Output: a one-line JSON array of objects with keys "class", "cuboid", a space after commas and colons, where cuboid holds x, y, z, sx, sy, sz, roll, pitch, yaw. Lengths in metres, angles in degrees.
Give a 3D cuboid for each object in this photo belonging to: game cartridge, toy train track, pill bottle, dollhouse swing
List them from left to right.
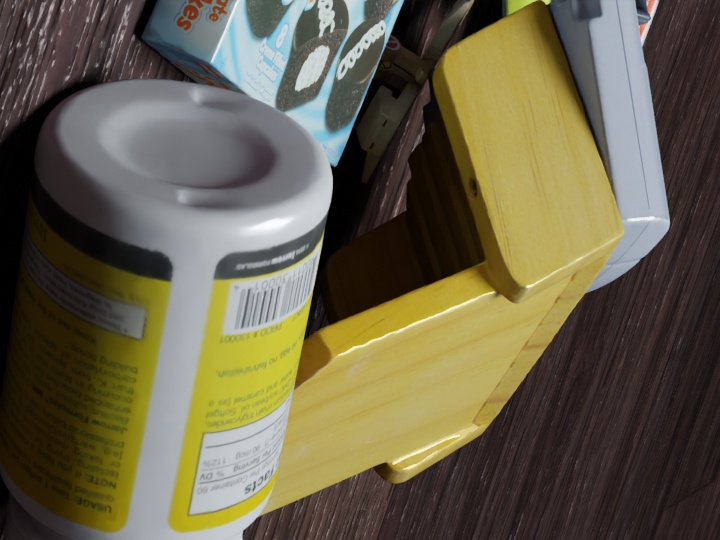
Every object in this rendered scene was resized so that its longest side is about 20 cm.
[{"class": "pill bottle", "cuboid": [-0.082, 0.038, 1.112, 0.114, 0.114, 0.201, -43, 150, -56]}, {"class": "dollhouse swing", "cuboid": [0.000, 0.000, 1.351, 0.200, 0.175, 0.183, 120, -42, -56]}, {"class": "toy train track", "cuboid": [0.029, -0.117, 1.408, 0.115, 0.032, 0.200, -59, 180, 34]}, {"class": "game cartridge", "cuboid": [0.088, -0.053, 1.395, 0.200, 0.041, 0.134, 159, -72, -67]}]

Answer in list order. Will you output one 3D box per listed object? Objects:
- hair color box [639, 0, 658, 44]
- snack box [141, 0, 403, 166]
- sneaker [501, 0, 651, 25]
[{"class": "hair color box", "cuboid": [0.122, -0.148, 1.563, 0.111, 0.064, 0.201, -149, -100, -83]}, {"class": "snack box", "cuboid": [-0.028, -0.123, 1.221, 0.117, 0.037, 0.200, -68, 163, -4]}, {"class": "sneaker", "cuboid": [0.111, -0.205, 1.440, 0.074, 0.080, 0.201, -83, 172, -52]}]
